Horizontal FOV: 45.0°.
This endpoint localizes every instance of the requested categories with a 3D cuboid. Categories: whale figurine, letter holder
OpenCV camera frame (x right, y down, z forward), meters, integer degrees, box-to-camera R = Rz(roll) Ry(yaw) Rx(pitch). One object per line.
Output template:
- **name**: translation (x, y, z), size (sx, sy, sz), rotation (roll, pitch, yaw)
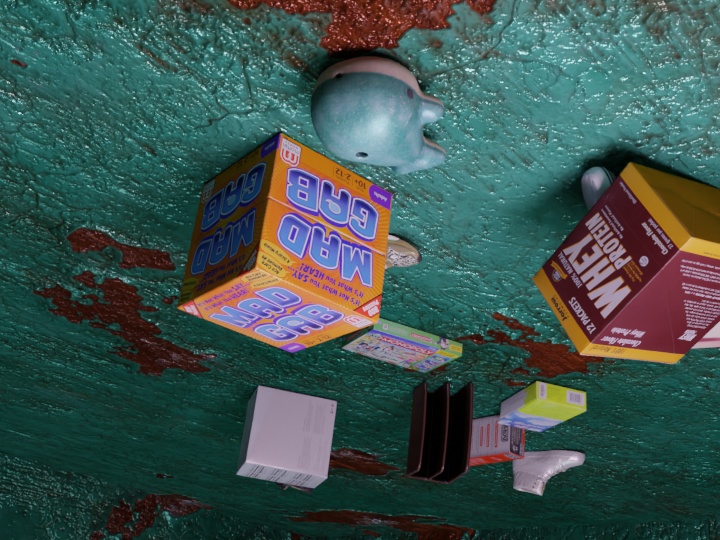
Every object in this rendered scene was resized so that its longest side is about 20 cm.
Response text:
- **whale figurine**: translation (0.025, -0.158, 1.015), size (0.158, 0.104, 0.200), rotation (-9, 150, 29)
- **letter holder**: translation (0.175, 0.344, 1.885), size (0.100, 0.201, 0.142), rotation (13, 153, -12)

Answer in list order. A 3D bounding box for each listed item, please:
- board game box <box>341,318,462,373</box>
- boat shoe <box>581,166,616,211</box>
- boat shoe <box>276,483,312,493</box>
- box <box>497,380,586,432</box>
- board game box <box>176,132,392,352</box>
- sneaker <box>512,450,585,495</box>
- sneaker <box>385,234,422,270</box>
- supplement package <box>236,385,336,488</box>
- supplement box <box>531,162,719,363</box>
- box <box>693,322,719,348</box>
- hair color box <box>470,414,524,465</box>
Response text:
- **board game box**: translation (0.081, 0.148, 1.709), size (0.199, 0.029, 0.135), rotation (19, 152, -22)
- **boat shoe**: translation (0.343, -0.080, 1.153), size (0.071, 0.072, 0.200), rotation (-22, 147, 10)
- **boat shoe**: translation (-0.240, 0.676, 2.812), size (0.199, 0.065, 0.072), rotation (18, 153, -20)
- **box**: translation (0.397, 0.304, 1.924), size (0.121, 0.048, 0.200), rotation (14, 153, -13)
- **board game box**: translation (-0.102, -0.028, 1.201), size (0.199, 0.201, 0.199), rotation (25, 149, -33)
- **sneaker**: translation (0.499, 0.540, 2.303), size (0.199, 0.116, 0.074), rotation (-11, 147, 30)
- **sneaker**: translation (0.000, 0.000, 1.358), size (0.199, 0.089, 0.077), rotation (-4, 152, 21)
- **supplement package**: translation (-0.180, 0.406, 2.108), size (0.199, 0.192, 0.147), rotation (13, 153, -12)
- **supplement box**: translation (0.368, -0.001, 1.091), size (0.197, 0.133, 0.200), rotation (8, 131, -35)
- **box**: translation (0.507, 0.037, 1.266), size (0.199, 0.128, 0.109), rotation (-5, 152, 24)
- **hair color box**: translation (0.302, 0.412, 2.106), size (0.061, 0.102, 0.200), rotation (27, 148, -35)
